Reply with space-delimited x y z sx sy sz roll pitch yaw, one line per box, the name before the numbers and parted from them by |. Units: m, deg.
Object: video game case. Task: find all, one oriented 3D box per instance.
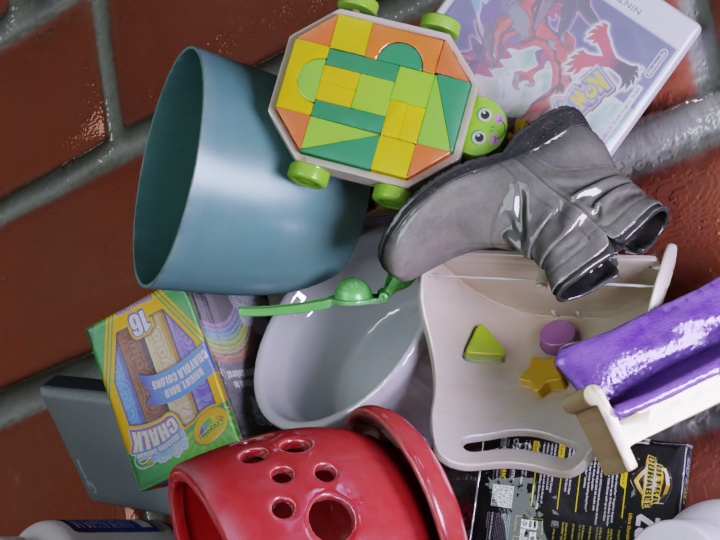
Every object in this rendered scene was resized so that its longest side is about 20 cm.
video game case | 0.138 -0.161 1.401 0.182 0.023 0.201 36 90 13

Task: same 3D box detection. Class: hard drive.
hard drive | -0.221 0.172 1.738 0.199 0.033 0.140 2 121 46

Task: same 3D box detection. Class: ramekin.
ramekin | 0.015 0.069 1.486 0.200 0.098 0.201 -31 38 27

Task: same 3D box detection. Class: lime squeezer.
lime squeezer | 0.000 0.000 1.412 0.200 0.071 0.038 -37 28 6

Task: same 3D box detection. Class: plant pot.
plant pot | -0.028 0.211 1.332 0.201 0.181 0.202 50 150 44
plant pot | -0.085 -0.070 1.472 0.200 0.160 0.202 -169 90 -71

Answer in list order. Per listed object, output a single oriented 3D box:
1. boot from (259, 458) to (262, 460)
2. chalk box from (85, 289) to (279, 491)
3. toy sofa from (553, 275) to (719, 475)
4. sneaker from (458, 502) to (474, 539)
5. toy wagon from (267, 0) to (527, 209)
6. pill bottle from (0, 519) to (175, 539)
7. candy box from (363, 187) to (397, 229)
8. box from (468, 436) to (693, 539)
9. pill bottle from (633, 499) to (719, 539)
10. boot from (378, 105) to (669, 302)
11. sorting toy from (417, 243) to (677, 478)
boot | -0.088 0.079 1.655 0.138 0.077 0.201 -31 77 32
chalk box | -0.134 0.118 1.573 0.123 0.124 0.201 -25 78 28
toy sofa | 0.240 0.059 1.242 0.199 0.083 0.098 -24 85 -7
sneaker | 0.096 0.287 1.433 0.074 0.080 0.202 -22 70 35
toy wagon | 0.033 -0.127 1.374 0.198 0.040 0.156 14 79 7
pill bottle | -0.273 0.300 1.705 0.119 0.199 0.121 -8 79 43
candy box | 0.019 -0.108 1.526 0.200 0.056 0.118 -22 77 62
box | 0.162 0.222 1.349 0.158 0.049 0.202 5 81 16
pill bottle | 0.266 0.211 1.201 0.112 0.199 0.113 -6 81 43
boot | 0.119 -0.026 1.319 0.199 0.068 0.131 -34 58 1
sorting toy | 0.133 0.074 1.342 0.199 0.107 0.181 3 53 25
